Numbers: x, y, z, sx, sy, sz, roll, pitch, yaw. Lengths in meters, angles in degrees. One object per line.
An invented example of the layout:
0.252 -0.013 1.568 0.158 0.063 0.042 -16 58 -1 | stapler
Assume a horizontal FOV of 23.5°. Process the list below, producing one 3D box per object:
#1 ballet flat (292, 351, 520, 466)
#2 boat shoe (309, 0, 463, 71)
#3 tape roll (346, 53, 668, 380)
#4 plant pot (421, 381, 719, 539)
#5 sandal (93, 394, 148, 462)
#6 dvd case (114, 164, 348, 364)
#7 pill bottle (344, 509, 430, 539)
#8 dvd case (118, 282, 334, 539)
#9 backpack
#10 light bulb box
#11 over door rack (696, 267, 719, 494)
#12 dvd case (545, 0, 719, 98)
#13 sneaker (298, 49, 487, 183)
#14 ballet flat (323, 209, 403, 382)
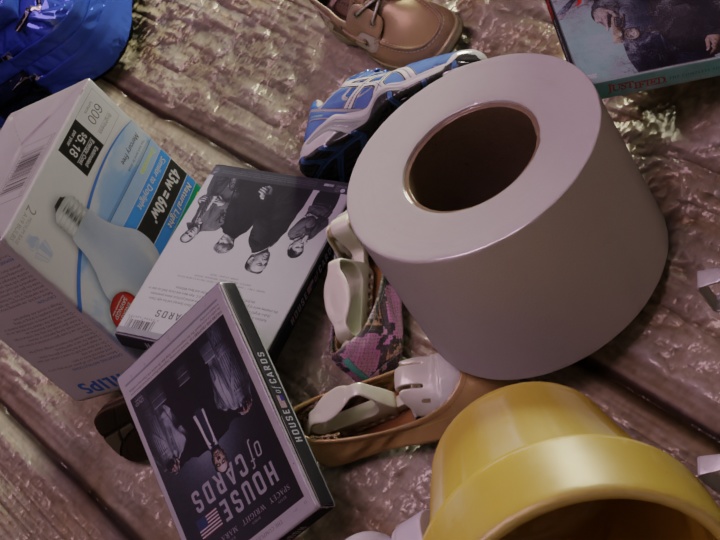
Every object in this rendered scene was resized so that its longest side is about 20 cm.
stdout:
0.028 0.102 1.325 0.199 0.063 0.069 -25 47 29 | ballet flat
0.014 -0.233 1.587 0.200 0.064 0.071 24 79 50 | boat shoe
0.108 -0.040 1.266 0.202 0.139 0.203 -21 40 19 | tape roll
0.124 0.170 1.094 0.201 0.201 0.189 -42 25 12 | plant pot
-0.151 0.119 1.494 0.200 0.082 0.055 -22 18 44 | sandal
-0.104 -0.005 1.498 0.150 0.025 0.201 10 55 26 | dvd case
-0.009 0.256 1.208 0.200 0.113 0.113 -37 42 17 | pill bottle
-0.111 0.134 1.374 0.150 0.025 0.201 -41 63 34 | dvd case
-0.357 -0.269 1.900 0.199 0.168 0.163 -22 55 27 | backpack
-0.250 -0.024 1.555 0.124 0.200 0.199 -15 42 41 | light bulb box
0.309 0.066 1.063 0.199 0.067 0.148 -6 55 17 | over door rack
0.219 -0.212 1.347 0.145 0.022 0.201 -11 43 1 | dvd case
0.024 -0.150 1.506 0.199 0.076 0.077 -24 51 29 | sneaker
0.000 0.000 1.422 0.069 0.071 0.201 -25 46 30 | ballet flat
